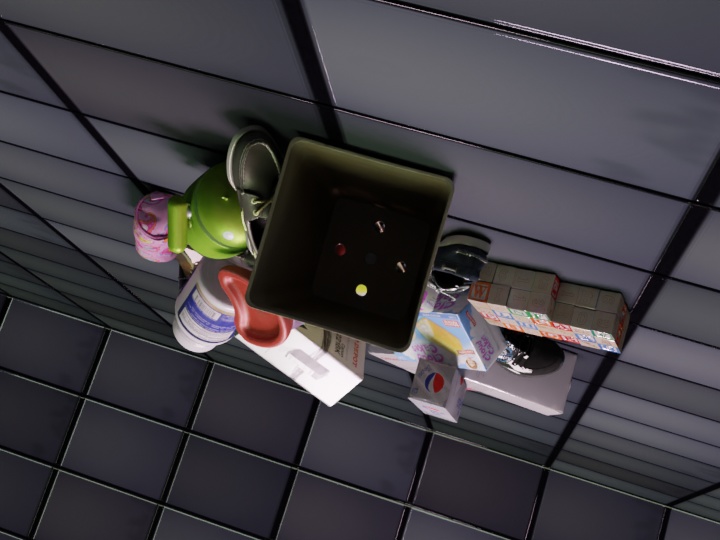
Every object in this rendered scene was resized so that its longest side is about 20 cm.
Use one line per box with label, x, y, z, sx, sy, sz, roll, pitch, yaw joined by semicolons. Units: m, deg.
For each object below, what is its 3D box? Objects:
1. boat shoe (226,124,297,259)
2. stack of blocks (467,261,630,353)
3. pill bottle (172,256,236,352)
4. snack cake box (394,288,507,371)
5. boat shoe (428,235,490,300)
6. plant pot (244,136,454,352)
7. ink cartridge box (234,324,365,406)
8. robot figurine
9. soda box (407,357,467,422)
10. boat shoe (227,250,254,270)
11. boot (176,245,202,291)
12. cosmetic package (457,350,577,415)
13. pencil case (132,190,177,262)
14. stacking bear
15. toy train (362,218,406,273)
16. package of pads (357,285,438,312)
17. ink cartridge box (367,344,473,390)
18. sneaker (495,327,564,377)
boat shoe;-0.113;-0.080;1.276;0.060;0.071;0.204;-124;20;-43
stack of blocks;0.259;0.050;1.455;0.198;0.059;0.115;12;165;27
pill bottle;-0.243;0.055;1.769;0.118;0.121;0.200;22;144;-16
snack cake box;0.122;0.088;1.679;0.199;0.067;0.116;2;128;49
boat shoe;0.120;0.000;1.442;0.074;0.063;0.200;20;167;-17
plant pot;-0.001;-0.023;1.274;0.197;0.203;0.177;16;177;9
ink cartridge box;-0.087;0.092;1.642;0.199;0.145;0.084;40;119;-22
robot figurine;-0.175;-0.080;1.407;0.173;0.118;0.200;-5;175;-24
soda box;0.128;0.196;1.721;0.063;0.069;0.200;15;168;14
boat shoe;-0.137;-0.021;1.700;0.198;0.068;0.057;27;156;-11
boot;-0.311;0.002;1.960;0.074;0.098;0.199;4;160;47
cosmetic package;0.258;0.166;1.818;0.198;0.109;0.085;21;167;-6
pencil case;-0.332;-0.070;1.744;0.086;0.089;0.200;20;167;-7
stacking bear;-0.076;0.003;1.433;0.113;0.200;0.123;14;132;40
toy train;0.046;-0.015;1.451;0.034;0.046;0.201;22;156;36
package of pads;0.000;0.000;1.591;0.198;0.069;0.154;7;163;40
ink cartridge box;0.134;0.152;1.976;0.198;0.086;0.145;25;165;-30
sneaker;0.239;0.118;1.727;0.197;0.074;0.082;16;159;4
